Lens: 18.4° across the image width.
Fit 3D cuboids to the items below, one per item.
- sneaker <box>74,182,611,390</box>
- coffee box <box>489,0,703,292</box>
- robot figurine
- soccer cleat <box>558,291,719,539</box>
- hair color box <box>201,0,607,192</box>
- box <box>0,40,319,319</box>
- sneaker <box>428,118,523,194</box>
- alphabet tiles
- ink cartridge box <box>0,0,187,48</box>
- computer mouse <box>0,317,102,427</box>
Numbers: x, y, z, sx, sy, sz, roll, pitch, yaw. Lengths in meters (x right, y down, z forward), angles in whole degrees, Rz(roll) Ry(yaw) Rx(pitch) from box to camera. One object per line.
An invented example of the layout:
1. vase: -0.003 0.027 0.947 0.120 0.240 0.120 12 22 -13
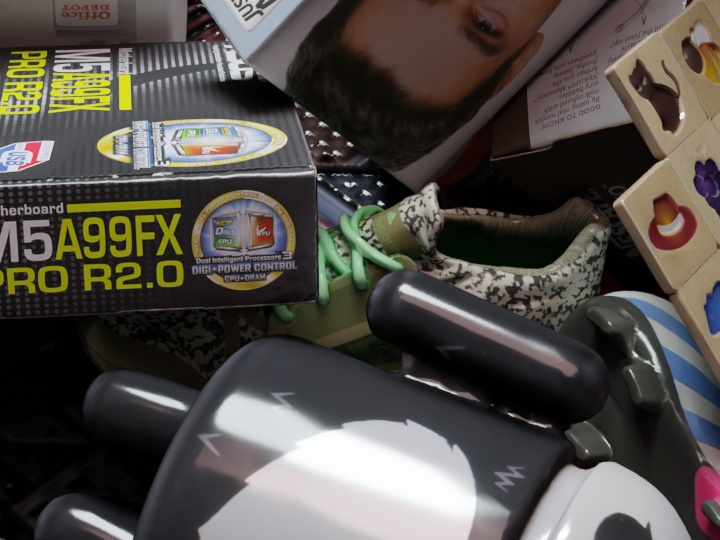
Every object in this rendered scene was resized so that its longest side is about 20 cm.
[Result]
1. sneaker: 0.000 0.000 0.777 0.199 0.089 0.077 -3 44 -18
2. coffee box: 0.112 -0.109 0.835 0.079 0.114 0.201 -13 57 31
3. robot figurine: 0.004 0.093 0.674 0.199 0.151 0.125 21 36 15
4. soccer cleat: 0.129 0.090 0.731 0.086 0.070 0.201 7 50 -38
5. hair color box: 0.049 -0.132 0.749 0.200 0.099 0.061 -45 44 11
6. box: -0.101 -0.036 0.751 0.160 0.044 0.200 -3 18 -5
7. sneaker: 0.033 -0.090 0.905 0.082 0.077 0.200 21 32 -30
8. alphabet tiles: 0.155 0.001 0.745 0.166 0.006 0.200 -39 100 -48
9. ink cartridge box: -0.137 -0.151 0.842 0.146 0.200 0.083 2 50 -3
10. computer mouse: -0.159 0.026 0.774 0.200 0.053 0.138 -29 55 -28
